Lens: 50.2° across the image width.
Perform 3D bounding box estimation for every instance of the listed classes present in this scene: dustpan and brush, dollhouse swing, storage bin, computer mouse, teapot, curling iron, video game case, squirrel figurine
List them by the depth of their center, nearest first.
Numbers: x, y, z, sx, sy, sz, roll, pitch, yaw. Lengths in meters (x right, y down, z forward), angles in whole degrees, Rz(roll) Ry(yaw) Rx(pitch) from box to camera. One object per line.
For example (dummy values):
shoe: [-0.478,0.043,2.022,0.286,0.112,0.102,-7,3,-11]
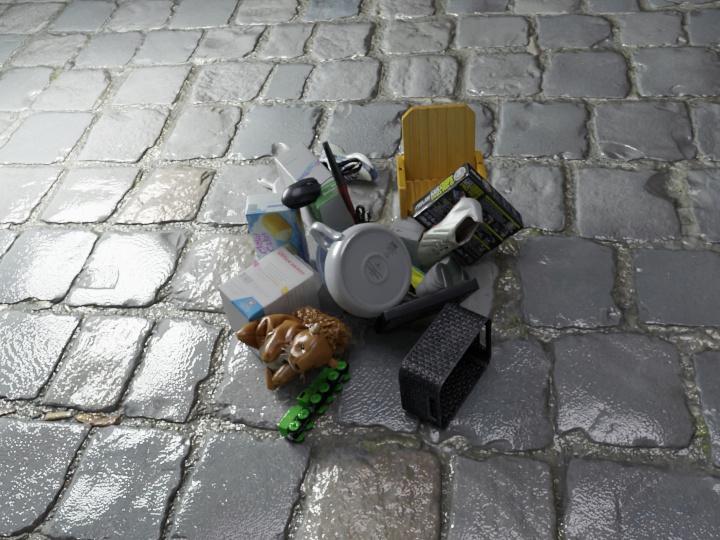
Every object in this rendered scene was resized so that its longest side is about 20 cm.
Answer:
storage bin: [0.162,0.177,1.452,0.092,0.137,0.201,21,51,28]
squirrel figurine: [-0.108,0.136,1.502,0.198,0.144,0.184,-33,15,-36]
video game case: [0.129,0.075,1.549,0.195,0.181,0.026,-19,80,-9]
teapot: [0.000,0.000,1.573,0.192,0.206,0.145,-3,-2,-25]
curling iron: [-0.031,-0.181,1.628,0.049,0.203,0.026,-22,13,22]
computer mouse: [-0.083,-0.194,1.647,0.197,0.034,0.059,-32,54,-13]
dollhouse swing: [0.179,-0.241,1.699,0.194,0.179,0.185,-3,44,1]
dustpan and brush: [-0.199,-0.214,1.990,0.198,0.058,0.139,31,55,26]

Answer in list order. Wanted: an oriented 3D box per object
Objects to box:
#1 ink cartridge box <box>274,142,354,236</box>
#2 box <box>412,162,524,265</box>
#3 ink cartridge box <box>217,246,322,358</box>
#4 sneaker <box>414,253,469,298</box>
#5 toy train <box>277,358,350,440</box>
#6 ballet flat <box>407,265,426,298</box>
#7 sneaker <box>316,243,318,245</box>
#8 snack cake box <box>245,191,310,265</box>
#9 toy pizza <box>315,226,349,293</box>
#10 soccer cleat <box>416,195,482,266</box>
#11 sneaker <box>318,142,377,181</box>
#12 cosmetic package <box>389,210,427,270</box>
ink cartridge box: [-0.103,-0.170,1.748,0.086,0.147,0.200,-32,53,-15]
box: [0.232,-0.117,1.658,0.159,0.198,0.045,-37,34,28]
ink cartridge box: [-0.181,0.059,1.644,0.198,0.127,0.128,-33,48,-24]
sneaker: [0.171,0.017,1.626,0.072,0.080,0.199,60,27,9]
toy train: [-0.089,0.248,1.500,0.055,0.042,0.201,11,46,35]
ballet flat: [0.077,-0.003,1.674,0.199,0.067,0.067,41,77,10]
sneaker: [-0.048,-0.108,1.833,0.111,0.076,0.204,-6,49,3]
snack cake box: [-0.182,-0.076,1.728,0.111,0.203,0.068,-6,44,4]
toy pizza: [-0.015,-0.001,1.681,0.196,0.032,0.205,17,56,-27]
soccer cleat: [0.184,-0.069,1.613,0.068,0.201,0.079,17,41,-28]
sneaker: [-0.039,-0.259,1.996,0.197,0.078,0.085,24,62,40]
cosmetic package: [0.138,-0.104,1.768,0.083,0.109,0.201,16,50,24]
